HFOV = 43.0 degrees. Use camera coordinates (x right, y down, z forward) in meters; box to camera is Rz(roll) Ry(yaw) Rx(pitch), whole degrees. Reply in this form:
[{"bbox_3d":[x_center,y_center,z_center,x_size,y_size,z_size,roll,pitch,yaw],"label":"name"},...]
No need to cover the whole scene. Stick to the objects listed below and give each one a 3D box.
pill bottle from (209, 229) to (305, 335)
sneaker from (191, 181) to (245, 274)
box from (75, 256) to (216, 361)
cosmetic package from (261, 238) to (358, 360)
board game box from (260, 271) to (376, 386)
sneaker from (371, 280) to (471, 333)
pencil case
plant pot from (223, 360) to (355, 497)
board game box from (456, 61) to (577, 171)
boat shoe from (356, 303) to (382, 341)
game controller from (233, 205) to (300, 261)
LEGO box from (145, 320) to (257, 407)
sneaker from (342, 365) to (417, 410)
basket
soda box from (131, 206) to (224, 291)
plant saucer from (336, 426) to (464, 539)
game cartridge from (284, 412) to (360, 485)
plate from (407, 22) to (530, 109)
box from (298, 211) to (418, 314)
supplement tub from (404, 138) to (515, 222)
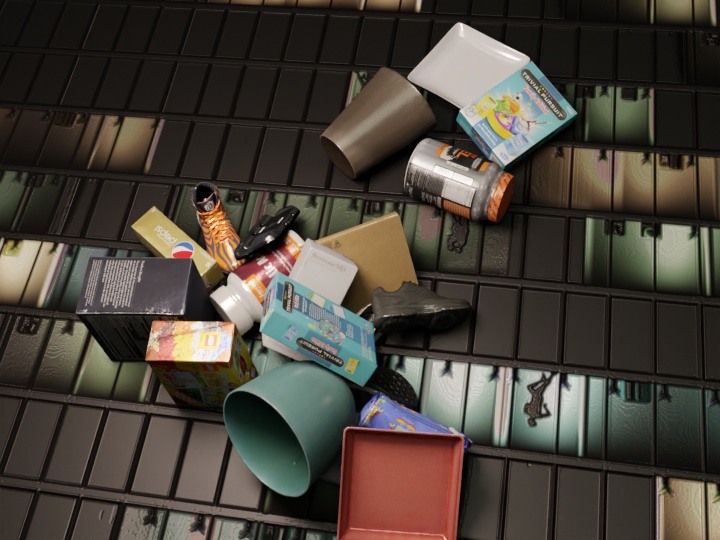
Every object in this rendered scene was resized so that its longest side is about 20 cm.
[{"bbox_3d":[-0.180,0.025,1.734,0.199,0.115,0.114,-40,64,-16],"label":"pill bottle"},{"bbox_3d":[-0.290,-0.090,1.812,0.077,0.112,0.201,-27,61,-9],"label":"sneaker"},{"bbox_3d":[-0.384,0.074,1.681,0.195,0.201,0.125,1,60,6],"label":"box"},{"bbox_3d":[-0.094,0.057,1.661,0.101,0.074,0.202,23,100,-15],"label":"cosmetic package"},{"bbox_3d":[-0.070,0.097,1.550,0.198,0.047,0.151,29,20,-14],"label":"board game box"},{"bbox_3d":[0.111,0.060,1.682,0.197,0.076,0.092,1,53,-22],"label":"sneaker"},{"bbox_3d":[0.092,0.278,1.555,0.198,0.088,0.078,27,24,2],"label":"pencil case"},{"bbox_3d":[-0.104,0.244,1.524,0.200,0.202,0.160,35,47,23],"label":"plant pot"},{"bbox_3d":[0.322,-0.317,1.890,0.199,0.047,0.152,-36,77,-13],"label":"board game box"},{"bbox_3d":[-0.027,0.143,1.679,0.070,0.064,0.201,28,67,20],"label":"boat shoe"},{"bbox_3d":[-0.178,-0.074,1.762,0.103,0.043,0.200,-17,17,16],"label":"game controller"},{"bbox_3d":[-0.275,0.168,1.615,0.147,0.201,0.078,1,59,7],"label":"LEGO box"},{"bbox_3d":[0.005,0.213,1.633,0.198,0.083,0.072,24,34,-11],"label":"sneaker"},{"bbox_3d":[0.025,-0.295,1.885,0.200,0.136,0.180,-40,62,-12],"label":"basket"},{"bbox_3d":[-0.363,-0.038,1.816,0.199,0.068,0.064,38,71,24],"label":"soda box"},{"bbox_3d":[0.065,0.355,1.506,0.197,0.037,0.203,4,100,1],"label":"plant saucer"},{"bbox_3d":[-0.049,0.306,1.609,0.197,0.038,0.131,14,67,13],"label":"game cartridge"},{"bbox_3d":[0.236,-0.431,1.991,0.198,0.032,0.200,33,69,22],"label":"plate"},{"bbox_3d":[0.000,0.000,1.716,0.198,0.165,0.021,-20,19,-7],"label":"box"},{"bbox_3d":[0.196,-0.173,1.799,0.198,0.123,0.123,23,65,17],"label":"supplement tub"}]
